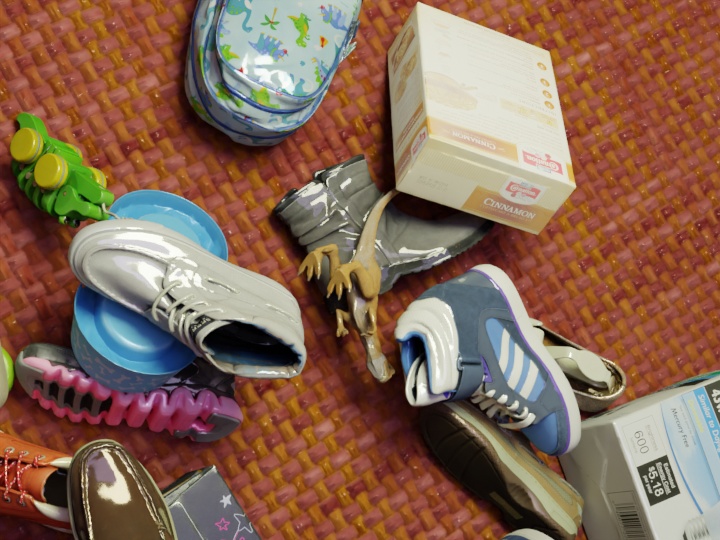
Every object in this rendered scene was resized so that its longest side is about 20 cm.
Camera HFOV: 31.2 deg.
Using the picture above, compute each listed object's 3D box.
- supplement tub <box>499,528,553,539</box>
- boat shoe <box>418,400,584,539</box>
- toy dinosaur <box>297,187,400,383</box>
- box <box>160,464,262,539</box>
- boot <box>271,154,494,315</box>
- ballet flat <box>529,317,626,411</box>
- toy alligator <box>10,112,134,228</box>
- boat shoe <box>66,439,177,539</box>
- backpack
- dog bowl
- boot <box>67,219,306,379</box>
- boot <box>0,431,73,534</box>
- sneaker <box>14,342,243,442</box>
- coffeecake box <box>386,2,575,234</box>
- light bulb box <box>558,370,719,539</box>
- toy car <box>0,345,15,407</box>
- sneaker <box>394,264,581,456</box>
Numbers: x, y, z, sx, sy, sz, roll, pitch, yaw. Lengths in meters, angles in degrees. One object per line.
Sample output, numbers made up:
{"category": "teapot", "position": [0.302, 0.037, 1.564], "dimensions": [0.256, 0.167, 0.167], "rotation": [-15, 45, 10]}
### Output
{"category": "supplement tub", "position": [0.103, 0.333, 1.132], "dimensions": [0.199, 0.144, 0.145], "rotation": [-25, 88, -25]}
{"category": "boat shoe", "position": [0.137, 0.179, 1.231], "dimensions": [0.200, 0.072, 0.076], "rotation": [48, 51, -14]}
{"category": "toy dinosaur", "position": [0.000, 0.000, 1.164], "dimensions": [0.106, 0.060, 0.201], "rotation": [16, 75, -52]}
{"category": "box", "position": [-0.132, 0.282, 1.063], "dimensions": [0.132, 0.115, 0.200], "rotation": [-33, 90, -24]}
{"category": "boot", "position": [0.026, -0.055, 1.226], "dimensions": [0.199, 0.070, 0.132], "rotation": [-26, 90, -26]}
{"category": "ballet flat", "position": [0.176, 0.078, 1.261], "dimensions": [0.199, 0.067, 0.068], "rotation": [23, 71, -16]}
{"category": "toy alligator", "position": [-0.248, -0.064, 1.093], "dimensions": [0.054, 0.200, 0.059], "rotation": [-54, 148, 11]}
{"category": "boat shoe", "position": [-0.161, 0.220, 0.963], "dimensions": [0.074, 0.075, 0.203], "rotation": [-20, 85, -23]}
{"category": "backpack", "position": [-0.084, -0.215, 1.190], "dimensions": [0.163, 0.154, 0.201], "rotation": [28, 82, -22]}
{"category": "dog bowl", "position": [-0.182, 0.019, 1.096], "dimensions": [0.111, 0.050, 0.201], "rotation": [24, 44, -13]}
{"category": "boot", "position": [-0.132, 0.025, 1.014], "dimensions": [0.199, 0.096, 0.074], "rotation": [18, 109, -20]}
{"category": "boot", "position": [-0.286, 0.160, 1.032], "dimensions": [0.199, 0.107, 0.075], "rotation": [17, 74, -17]}
{"category": "sneaker", "position": [-0.196, 0.084, 1.112], "dimensions": [0.199, 0.079, 0.096], "rotation": [15, 58, -23]}
{"category": "coffeecake box", "position": [0.111, -0.147, 1.235], "dimensions": [0.153, 0.073, 0.201], "rotation": [17, 44, -19]}
{"category": "light bulb box", "position": [0.325, 0.213, 1.262], "dimensions": [0.199, 0.125, 0.199], "rotation": [-18, 85, -24]}
{"category": "toy car", "position": [-0.382, 0.054, 0.996], "dimensions": [0.199, 0.164, 0.159], "rotation": [-13, 84, -12]}
{"category": "sneaker", "position": [0.103, 0.107, 1.162], "dimensions": [0.146, 0.080, 0.201], "rotation": [-31, 99, -32]}
